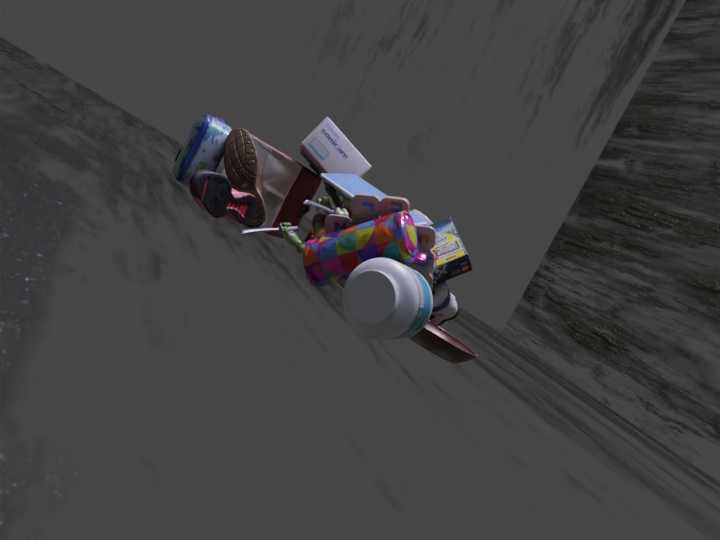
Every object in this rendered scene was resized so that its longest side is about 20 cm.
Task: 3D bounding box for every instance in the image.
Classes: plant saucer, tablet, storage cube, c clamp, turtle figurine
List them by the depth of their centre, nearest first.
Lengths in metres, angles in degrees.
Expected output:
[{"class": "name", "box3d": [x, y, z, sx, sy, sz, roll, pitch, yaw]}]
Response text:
[{"class": "plant saucer", "box3d": [0.125, 0.119, 1.248, 0.197, 0.037, 0.200, 30, 4, -2]}, {"class": "turtle figurine", "box3d": [-0.079, -0.096, 1.249, 0.198, 0.144, 0.196, 37, 36, -9]}, {"class": "tablet", "box3d": [0.025, -0.133, 1.283, 0.198, 0.014, 0.129, 37, 23, 24]}, {"class": "c clamp", "box3d": [-0.039, -0.134, 1.538, 0.172, 0.027, 0.202, 54, -6, 40]}, {"class": "storage cube", "box3d": [-0.214, -0.193, 1.553, 0.197, 0.174, 0.180, 31, 4, 9]}]

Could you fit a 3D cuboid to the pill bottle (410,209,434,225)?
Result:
[{"class": "pill bottle", "box3d": [0.091, -0.037, 1.580, 0.116, 0.200, 0.116, 42, -7, 7]}]

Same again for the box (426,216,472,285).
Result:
[{"class": "box", "box3d": [0.095, -0.015, 1.239, 0.138, 0.195, 0.038, -102, 169, -57]}]

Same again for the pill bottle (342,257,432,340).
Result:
[{"class": "pill bottle", "box3d": [0.038, 0.043, 0.965, 0.109, 0.113, 0.200, 31, 4, 16]}]

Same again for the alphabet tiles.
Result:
[{"class": "alphabet tiles", "box3d": [0.031, -0.028, 1.137, 0.189, 0.206, 0.015, 7, 24, 13]}]

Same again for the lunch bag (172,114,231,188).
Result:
[{"class": "lunch bag", "box3d": [-0.345, -0.261, 1.470, 0.081, 0.164, 0.200, 28, 5, -21]}]

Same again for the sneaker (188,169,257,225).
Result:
[{"class": "sneaker", "box3d": [-0.274, -0.135, 1.257, 0.085, 0.076, 0.200, 17, -6, 22]}]

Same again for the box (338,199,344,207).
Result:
[{"class": "box", "box3d": [0.057, -0.067, 1.400, 0.199, 0.044, 0.160, 38, 2, -31]}]

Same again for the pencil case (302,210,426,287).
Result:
[{"class": "pencil case", "box3d": [0.003, -0.030, 1.092, 0.195, 0.091, 0.088, -13, -14, 22]}]

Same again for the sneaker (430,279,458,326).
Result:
[{"class": "sneaker", "box3d": [0.117, 0.052, 1.290, 0.198, 0.081, 0.115, 27, -13, 50]}]

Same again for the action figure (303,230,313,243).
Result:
[{"class": "action figure", "box3d": [-0.041, -0.007, 1.477, 0.198, 0.052, 0.066, 35, 8, -16]}]

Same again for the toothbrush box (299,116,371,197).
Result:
[{"class": "toothbrush box", "box3d": [-0.060, -0.252, 1.527, 0.147, 0.085, 0.200, 47, -3, -8]}]

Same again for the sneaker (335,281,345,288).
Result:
[{"class": "sneaker", "box3d": [0.000, 0.000, 1.380, 0.088, 0.083, 0.198, 42, 30, 21]}]

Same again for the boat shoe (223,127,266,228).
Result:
[{"class": "boat shoe", "box3d": [-0.241, -0.190, 1.400, 0.070, 0.207, 0.068, -11, 4, -9]}]
